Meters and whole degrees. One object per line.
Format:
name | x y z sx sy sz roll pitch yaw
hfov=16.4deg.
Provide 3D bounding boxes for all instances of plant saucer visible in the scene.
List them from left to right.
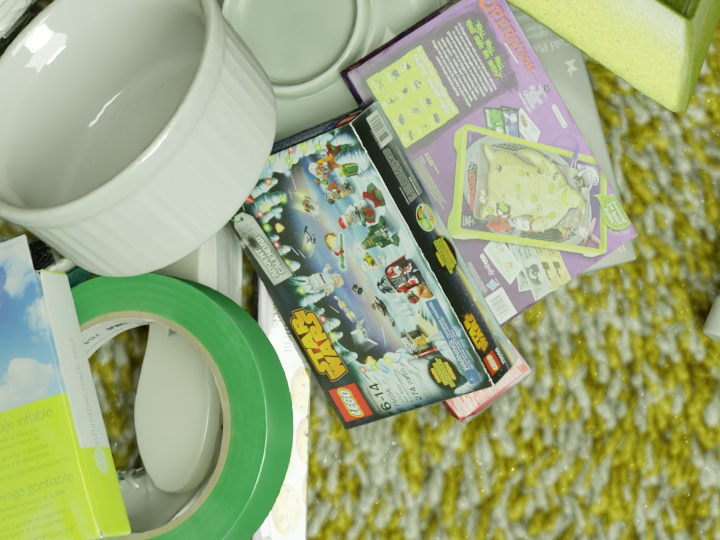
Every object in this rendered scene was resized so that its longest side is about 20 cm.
plant saucer | -0.038 -0.165 1.688 0.199 0.050 0.201 -4 78 20
plant saucer | 0.168 -0.225 1.688 0.199 0.200 0.048 33 131 -6

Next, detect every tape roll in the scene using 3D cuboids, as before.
tape roll | -0.143 0.102 1.635 0.199 0.048 0.202 -2 84 20

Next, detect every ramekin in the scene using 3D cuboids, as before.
ramekin | -0.150 -0.093 1.620 0.201 0.200 0.098 -47 132 -3

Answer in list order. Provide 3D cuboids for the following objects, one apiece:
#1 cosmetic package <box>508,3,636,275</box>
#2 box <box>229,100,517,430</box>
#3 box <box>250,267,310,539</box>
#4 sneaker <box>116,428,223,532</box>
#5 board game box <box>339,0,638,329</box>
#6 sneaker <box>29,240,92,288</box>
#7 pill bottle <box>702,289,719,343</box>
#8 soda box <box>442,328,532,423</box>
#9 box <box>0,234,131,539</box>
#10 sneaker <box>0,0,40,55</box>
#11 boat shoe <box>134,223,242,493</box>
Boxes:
cosmetic package | 0.110 -0.087 1.731 0.106 0.090 0.201 -17 89 -8
box | 0.000 0.000 1.663 0.040 0.137 0.201 -42 107 -47
box | -0.056 0.090 1.740 0.041 0.039 0.201 2 91 -8
sneaker | -0.178 0.154 1.712 0.200 0.074 0.116 -42 97 -3
board game box | 0.086 -0.077 1.658 0.120 0.032 0.201 -32 102 -6
sneaker | -0.251 0.053 1.712 0.200 0.078 0.080 -44 109 4
pill bottle | 0.322 -0.028 1.739 0.114 0.114 0.201 25 89 -6
soda box | 0.033 0.008 1.732 0.063 0.070 0.200 -36 94 -3
box | -0.232 0.090 1.619 0.121 0.048 0.201 -18 80 19
sneaker | -0.296 -0.167 1.695 0.200 0.078 0.099 -44 91 -4
boat shoe | -0.109 0.054 1.705 0.072 0.068 0.201 -19 66 36
